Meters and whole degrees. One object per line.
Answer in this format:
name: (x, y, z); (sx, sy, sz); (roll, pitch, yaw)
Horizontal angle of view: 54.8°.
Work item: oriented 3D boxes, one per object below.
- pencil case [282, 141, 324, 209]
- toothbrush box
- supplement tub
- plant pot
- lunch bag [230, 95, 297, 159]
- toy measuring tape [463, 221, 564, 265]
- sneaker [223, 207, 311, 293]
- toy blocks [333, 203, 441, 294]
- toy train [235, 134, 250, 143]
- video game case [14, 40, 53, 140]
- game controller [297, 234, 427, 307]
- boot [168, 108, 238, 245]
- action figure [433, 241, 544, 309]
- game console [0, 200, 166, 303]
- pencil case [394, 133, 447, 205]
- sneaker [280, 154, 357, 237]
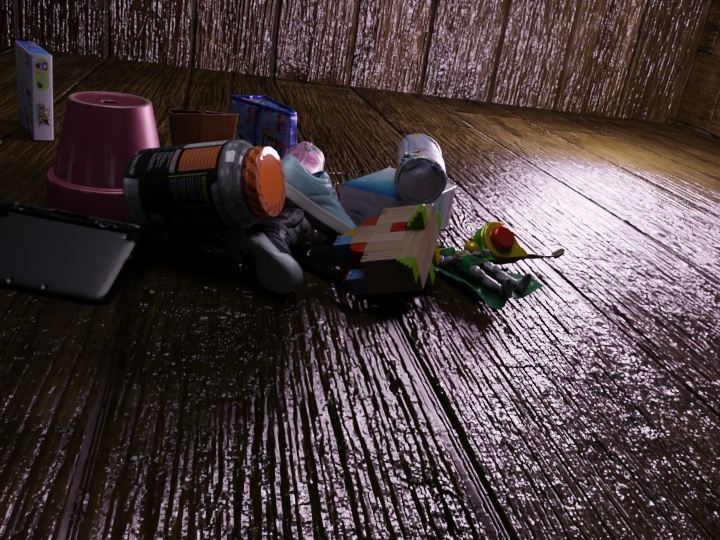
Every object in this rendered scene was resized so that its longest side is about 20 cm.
pencil case: (-0.109, -0.173, 1.242); (0.087, 0.088, 0.200); (8, 24, -2)
toothbrush box: (0.068, -0.118, 1.261); (0.146, 0.086, 0.200); (18, 25, 22)
supplement tub: (-0.213, -0.116, 0.962); (0.199, 0.123, 0.123); (-1, 18, 18)
plant pot: (-0.413, -0.194, 1.146); (0.199, 0.179, 0.200); (7, 23, -3)
lunch bag: (-0.189, -0.277, 1.470); (0.094, 0.151, 0.200); (-12, 29, -40)
toy measuring tape: (0.257, -0.048, 1.174); (0.199, 0.074, 0.074); (-4, 25, -26)
sneaker: (-0.109, -0.038, 0.983); (0.114, 0.076, 0.200); (-23, 32, -27)
toy blocks: (0.028, -0.030, 0.961); (0.136, 0.100, 0.200); (-5, 30, 18)
toy train: (-0.245, -0.195, 1.293); (0.114, 0.085, 0.200); (-27, 27, -6)
video game case: (-0.723, -0.400, 1.537); (0.045, 0.182, 0.200); (-5, 26, -33)
game controller: (0.000, 0.000, 1.024); (0.104, 0.042, 0.200); (-29, 40, -36)
boot: (-0.202, -0.143, 1.067); (0.188, 0.201, 0.069); (10, 20, 3)
action figure: (0.170, -0.006, 1.073); (0.118, 0.055, 0.200); (-11, 25, -34)
game console: (-0.392, -0.018, 0.937); (0.199, 0.117, 0.176); (11, -8, 5)
pencil case: (0.100, -0.177, 1.190); (0.091, 0.083, 0.200); (43, 19, -11)
sneaker: (-0.057, -0.111, 1.097); (0.074, 0.082, 0.200); (15, -15, 47)
